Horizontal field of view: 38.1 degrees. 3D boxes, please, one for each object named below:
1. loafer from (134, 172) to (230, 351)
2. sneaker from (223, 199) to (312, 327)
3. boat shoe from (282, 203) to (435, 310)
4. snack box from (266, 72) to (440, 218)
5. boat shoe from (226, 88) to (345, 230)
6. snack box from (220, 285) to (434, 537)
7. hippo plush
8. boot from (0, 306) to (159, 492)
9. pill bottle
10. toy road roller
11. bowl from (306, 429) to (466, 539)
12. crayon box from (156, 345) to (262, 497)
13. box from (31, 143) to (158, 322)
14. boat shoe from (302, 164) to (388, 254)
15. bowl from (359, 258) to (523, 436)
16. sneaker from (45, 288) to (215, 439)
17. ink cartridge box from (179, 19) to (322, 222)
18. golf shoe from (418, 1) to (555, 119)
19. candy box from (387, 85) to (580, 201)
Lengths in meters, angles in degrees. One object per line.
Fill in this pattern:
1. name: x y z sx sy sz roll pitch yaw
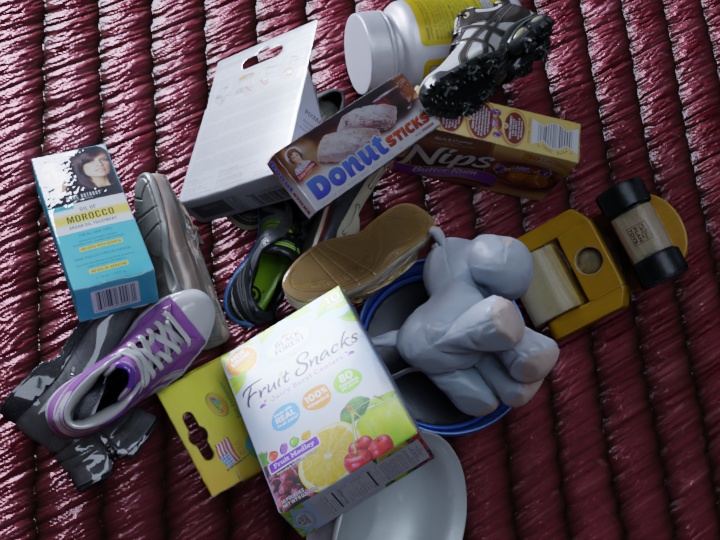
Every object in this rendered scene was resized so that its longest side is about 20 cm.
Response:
1. loafer: -0.192 -0.009 1.117 0.063 0.072 0.201 -8 78 -34
2. sneaker: -0.082 -0.031 1.119 0.071 0.083 0.200 27 77 -32
3. boat shoe: 0.000 0.000 1.109 0.200 0.069 0.074 -28 57 -32
4. snack box: -0.004 -0.132 1.076 0.200 0.024 0.072 -38 91 -34
5. boat shoe: -0.085 -0.134 1.182 0.073 0.065 0.200 34 67 -2
6. snack box: -0.037 0.126 0.977 0.142 0.053 0.200 -30 46 1
7. hippo plush: 0.116 0.049 1.106 0.199 0.159 0.161 -9 45 26
8. boot: -0.251 0.115 1.060 0.132 0.070 0.200 42 73 -4
9. pill bottle: 0.089 -0.269 1.248 0.199 0.114 0.115 -10 73 -18
10. toy road roller: 0.283 -0.011 1.217 0.200 0.146 0.123 -29 77 17
11. bowl: 0.011 0.248 1.033 0.201 0.090 0.202 -10 104 -47
12. crayon box: -0.099 0.137 1.089 0.200 0.051 0.127 -26 78 -21
13. box: -0.274 -0.043 1.069 0.082 0.049 0.200 -15 50 -18
14. boat shoe: -0.023 -0.050 1.167 0.062 0.071 0.201 23 67 -14
15. bowl: 0.089 0.086 1.160 0.200 0.039 0.201 5 70 -13
16. sneaker: -0.203 0.087 0.991 0.073 0.114 0.200 48 65 -7
17. ink cartridge box: -0.109 -0.160 1.142 0.057 0.162 0.201 41 50 -39
18. golf shoe: 0.122 -0.237 1.155 0.200 0.078 0.094 -33 60 -31
19. candy box: 0.141 -0.145 1.215 0.199 0.117 0.057 10 69 -11
